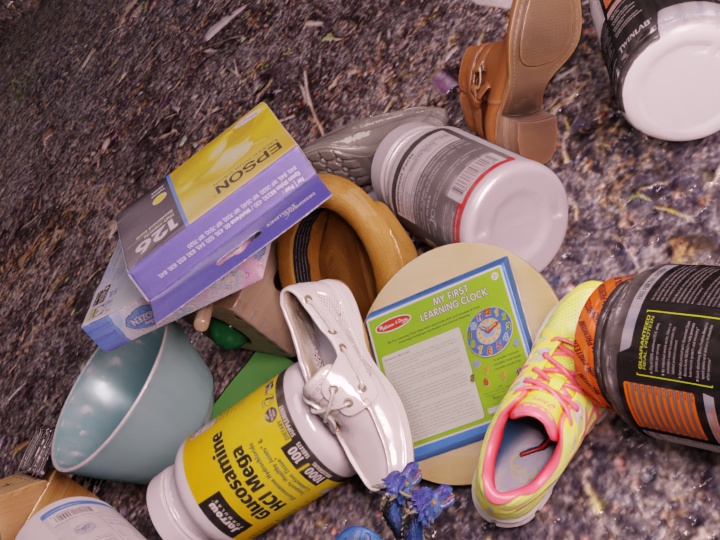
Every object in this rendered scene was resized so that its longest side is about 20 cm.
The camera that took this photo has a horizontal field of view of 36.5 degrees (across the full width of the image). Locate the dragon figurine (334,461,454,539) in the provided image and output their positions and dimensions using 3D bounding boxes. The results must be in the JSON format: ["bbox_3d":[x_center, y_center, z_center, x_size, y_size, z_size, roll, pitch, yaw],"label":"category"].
[{"bbox_3d":[0.005,0.236,0.836,0.200,0.099,0.059,-45,33,4],"label":"dragon figurine"}]

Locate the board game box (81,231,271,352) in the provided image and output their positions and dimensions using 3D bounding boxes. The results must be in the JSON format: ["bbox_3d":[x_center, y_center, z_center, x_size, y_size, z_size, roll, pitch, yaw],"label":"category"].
[{"bbox_3d":[-0.172,-0.029,1.112,0.197,0.044,0.201,-25,32,24],"label":"board game box"}]

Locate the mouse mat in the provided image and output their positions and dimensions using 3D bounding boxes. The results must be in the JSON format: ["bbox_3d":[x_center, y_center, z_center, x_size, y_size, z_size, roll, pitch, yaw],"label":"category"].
[{"bbox_3d":[-0.126,0.174,1.130,0.201,0.008,0.160,-52,34,-7],"label":"mouse mat"}]

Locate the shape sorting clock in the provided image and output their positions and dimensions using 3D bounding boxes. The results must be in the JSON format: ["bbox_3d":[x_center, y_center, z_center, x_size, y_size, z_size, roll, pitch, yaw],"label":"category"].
[{"bbox_3d":[0.083,0.076,0.911,0.197,0.039,0.203,-5,80,29],"label":"shape sorting clock"}]

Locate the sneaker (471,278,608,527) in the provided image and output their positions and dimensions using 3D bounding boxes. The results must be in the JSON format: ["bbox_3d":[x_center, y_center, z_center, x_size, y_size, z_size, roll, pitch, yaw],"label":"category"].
[{"bbox_3d":[0.144,0.097,0.804,0.077,0.090,0.202,24,83,18],"label":"sneaker"}]

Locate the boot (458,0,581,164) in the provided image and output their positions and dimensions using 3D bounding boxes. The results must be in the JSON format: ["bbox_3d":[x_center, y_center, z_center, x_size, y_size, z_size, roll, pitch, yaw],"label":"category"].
[{"bbox_3d":[0.145,-0.213,1.080,0.155,0.073,0.203,-132,45,-64],"label":"boot"}]

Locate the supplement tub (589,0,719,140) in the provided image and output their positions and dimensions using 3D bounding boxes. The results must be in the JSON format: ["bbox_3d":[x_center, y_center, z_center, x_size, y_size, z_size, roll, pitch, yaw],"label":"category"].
[{"bbox_3d":[0.271,-0.220,0.964,0.122,0.122,0.202,-29,38,26],"label":"supplement tub"}]

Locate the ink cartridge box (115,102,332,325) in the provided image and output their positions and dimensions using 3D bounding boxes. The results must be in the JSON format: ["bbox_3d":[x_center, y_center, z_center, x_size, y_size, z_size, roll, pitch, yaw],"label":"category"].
[{"bbox_3d":[-0.139,-0.062,1.033,0.197,0.047,0.200,-36,27,-1],"label":"ink cartridge box"}]

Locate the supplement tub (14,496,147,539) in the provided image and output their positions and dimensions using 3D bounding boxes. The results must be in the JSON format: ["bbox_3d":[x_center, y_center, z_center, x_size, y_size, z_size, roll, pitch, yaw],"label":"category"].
[{"bbox_3d":[-0.241,0.304,1.016,0.133,0.132,0.199,-55,34,-11],"label":"supplement tub"}]

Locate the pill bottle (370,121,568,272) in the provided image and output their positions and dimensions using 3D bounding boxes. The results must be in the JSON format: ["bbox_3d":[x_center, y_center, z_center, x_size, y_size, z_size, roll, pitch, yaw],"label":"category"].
[{"bbox_3d":[0.096,-0.071,1.032,0.114,0.114,0.200,-49,33,-3],"label":"pill bottle"}]

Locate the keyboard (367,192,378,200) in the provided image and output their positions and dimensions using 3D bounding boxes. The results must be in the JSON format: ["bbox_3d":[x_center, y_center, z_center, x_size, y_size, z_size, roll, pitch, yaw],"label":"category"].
[{"bbox_3d":[0.005,-0.065,1.225,0.198,0.011,0.057,-14,41,40],"label":"keyboard"}]

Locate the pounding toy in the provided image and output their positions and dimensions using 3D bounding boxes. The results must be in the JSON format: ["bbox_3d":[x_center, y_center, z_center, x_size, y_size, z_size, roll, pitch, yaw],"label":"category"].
[{"bbox_3d":[-0.127,0.003,1.168,0.183,0.142,0.202,4,60,49],"label":"pounding toy"}]

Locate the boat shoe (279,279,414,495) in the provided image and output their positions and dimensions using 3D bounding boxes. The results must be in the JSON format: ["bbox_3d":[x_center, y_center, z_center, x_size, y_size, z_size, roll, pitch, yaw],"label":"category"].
[{"bbox_3d":[-0.020,0.099,0.914,0.071,0.069,0.202,-47,56,37],"label":"boat shoe"}]

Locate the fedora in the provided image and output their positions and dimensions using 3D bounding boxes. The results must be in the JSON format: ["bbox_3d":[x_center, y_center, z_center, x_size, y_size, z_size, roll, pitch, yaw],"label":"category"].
[{"bbox_3d":[0.000,0.000,1.052,0.081,0.204,0.199,-23,14,-40],"label":"fedora"}]

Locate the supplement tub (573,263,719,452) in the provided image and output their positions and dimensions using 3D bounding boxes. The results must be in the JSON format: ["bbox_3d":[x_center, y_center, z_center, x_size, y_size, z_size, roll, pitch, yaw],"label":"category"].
[{"bbox_3d":[0.247,0.060,0.721,0.199,0.122,0.123,7,61,50],"label":"supplement tub"}]

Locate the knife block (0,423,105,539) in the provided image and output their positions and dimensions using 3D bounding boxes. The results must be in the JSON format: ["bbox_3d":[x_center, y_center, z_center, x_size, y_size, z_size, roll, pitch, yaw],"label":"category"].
[{"bbox_3d":[-0.340,0.272,1.239,0.064,0.174,0.203,0,101,49],"label":"knife block"}]

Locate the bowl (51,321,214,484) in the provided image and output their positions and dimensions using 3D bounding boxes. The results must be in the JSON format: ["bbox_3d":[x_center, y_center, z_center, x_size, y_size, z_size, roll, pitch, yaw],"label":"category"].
[{"bbox_3d":[-0.231,0.147,1.173,0.200,0.105,0.202,-39,30,28],"label":"bowl"}]

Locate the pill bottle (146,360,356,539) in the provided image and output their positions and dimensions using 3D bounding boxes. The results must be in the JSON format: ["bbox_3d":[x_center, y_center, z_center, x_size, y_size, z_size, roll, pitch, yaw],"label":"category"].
[{"bbox_3d":[-0.096,0.178,0.997,0.199,0.112,0.113,-35,35,19],"label":"pill bottle"}]

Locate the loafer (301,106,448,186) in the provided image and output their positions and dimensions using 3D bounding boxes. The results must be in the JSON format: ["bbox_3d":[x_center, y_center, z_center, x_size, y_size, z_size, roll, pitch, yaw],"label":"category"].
[{"bbox_3d":[0.016,-0.143,1.243,0.198,0.070,0.070,-4,47,37],"label":"loafer"}]
